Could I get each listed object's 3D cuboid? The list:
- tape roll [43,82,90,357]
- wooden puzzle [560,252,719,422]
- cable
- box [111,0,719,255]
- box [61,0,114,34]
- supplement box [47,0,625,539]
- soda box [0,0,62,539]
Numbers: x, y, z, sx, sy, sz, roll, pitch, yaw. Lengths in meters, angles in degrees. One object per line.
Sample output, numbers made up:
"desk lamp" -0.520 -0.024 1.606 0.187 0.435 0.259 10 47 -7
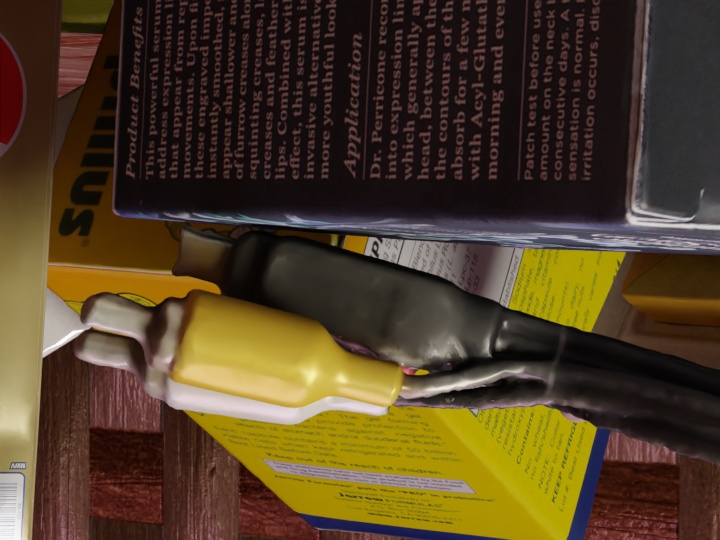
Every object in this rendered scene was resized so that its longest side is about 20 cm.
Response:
"tape roll" -0.139 -0.003 0.898 0.202 0.071 0.202 -29 -172 4
"wooden puzzle" 0.141 -0.040 0.667 0.037 0.186 0.200 33 163 -28
"cable" 0.030 0.031 0.630 0.199 0.051 0.097 17 180 5
"box" 0.053 -0.060 0.609 0.148 0.108 0.199 3 180 -37
"box" -0.020 -0.103 0.849 0.199 0.048 0.122 1 -177 26
"supplement box" 0.000 0.000 0.806 0.109 0.109 0.200 3 154 29
"soda box" -0.127 -0.020 0.722 0.064 0.202 0.068 3 -178 -25
